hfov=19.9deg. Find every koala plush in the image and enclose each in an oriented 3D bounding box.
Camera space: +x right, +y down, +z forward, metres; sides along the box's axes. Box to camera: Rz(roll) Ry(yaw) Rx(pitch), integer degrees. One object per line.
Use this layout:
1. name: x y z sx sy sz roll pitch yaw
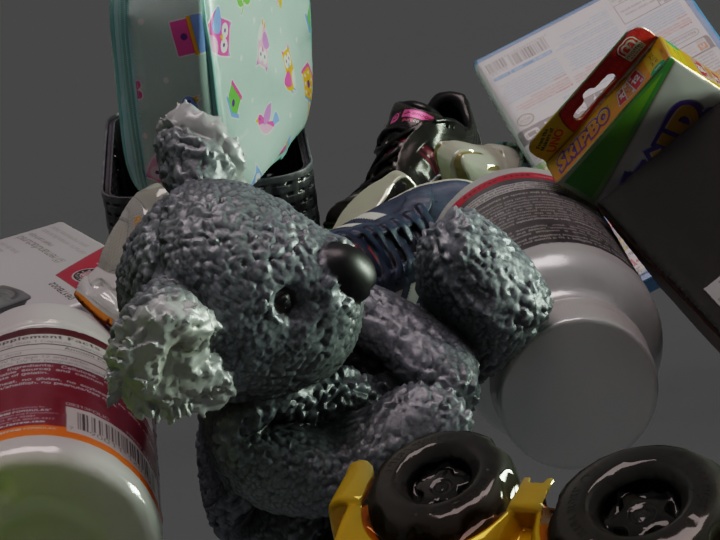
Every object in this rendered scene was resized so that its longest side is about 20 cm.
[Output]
1. koala plush: -0.040 0.034 0.936 0.182 0.200 0.179 -17 46 31

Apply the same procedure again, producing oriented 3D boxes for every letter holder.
1. letter holder: 0.235 0.024 1.069 0.100 0.142 0.200 -39 37 3

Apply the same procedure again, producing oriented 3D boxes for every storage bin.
1. storage bin: -0.098 -0.044 1.362 0.134 0.095 0.200 -8 20 -3

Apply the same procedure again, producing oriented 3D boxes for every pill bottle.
1. pill bottle: 0.099 0.026 1.094 0.109 0.112 0.200 -8 21 -2
2. pill bottle: -0.154 0.095 0.993 0.113 0.115 0.200 -9 21 -5

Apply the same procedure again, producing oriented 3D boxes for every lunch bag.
1. lunch bag: -0.089 -0.143 1.262 0.076 0.162 0.200 0 23 16

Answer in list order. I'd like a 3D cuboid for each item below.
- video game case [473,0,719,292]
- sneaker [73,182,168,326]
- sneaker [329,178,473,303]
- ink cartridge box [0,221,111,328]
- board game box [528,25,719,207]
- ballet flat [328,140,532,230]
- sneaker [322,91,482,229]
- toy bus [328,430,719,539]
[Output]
1. video game case: 0.174 -0.087 1.266 0.142 0.018 0.201 -27 57 -2
2. sneaker: -0.047 0.017 1.096 0.198 0.093 0.076 24 -4 -5
3. sneaker: 0.000 0.000 1.183 0.199 0.075 0.085 -31 -13 -17
4. ink cartridge box: -0.224 0.050 1.172 0.198 0.086 0.147 -17 23 -28
5. board game box: 0.193 -0.056 1.151 0.199 0.096 0.030 28 25 -30
6. ballet flat: 0.048 -0.041 1.277 0.199 0.075 0.074 -34 30 -21
7. sneaker: 0.027 -0.070 1.399 0.076 0.085 0.200 1 22 23
8. toy bus: 0.057 0.170 0.744 0.198 0.137 0.192 3 39 31
